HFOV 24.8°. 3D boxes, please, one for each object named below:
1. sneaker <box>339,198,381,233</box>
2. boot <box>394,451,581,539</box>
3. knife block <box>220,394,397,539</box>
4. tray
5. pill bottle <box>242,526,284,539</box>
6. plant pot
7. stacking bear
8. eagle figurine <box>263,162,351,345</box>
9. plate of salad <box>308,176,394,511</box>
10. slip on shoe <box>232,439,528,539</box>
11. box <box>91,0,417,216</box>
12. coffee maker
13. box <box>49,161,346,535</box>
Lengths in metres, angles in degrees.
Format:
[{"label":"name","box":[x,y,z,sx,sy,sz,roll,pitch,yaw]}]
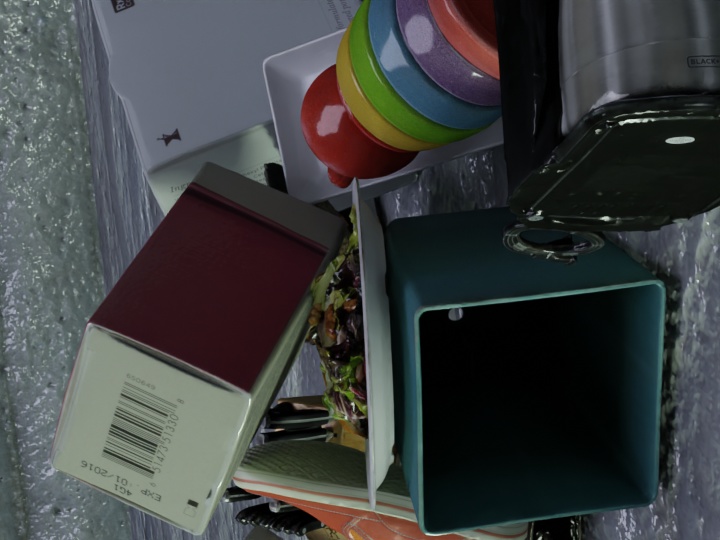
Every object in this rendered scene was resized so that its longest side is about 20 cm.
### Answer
[{"label":"sneaker","box":[-0.020,-0.005,1.378,0.070,0.090,0.201,109,148,-58]},{"label":"boot","box":[0.092,0.157,1.142,0.174,0.069,0.201,51,155,44]},{"label":"knife block","box":[-0.021,0.117,1.201,0.064,0.200,0.176,7,138,34]},{"label":"tray","box":[0.031,-0.116,1.073,0.199,0.022,0.108,-16,81,29]},{"label":"pill bottle","box":[-0.021,0.283,1.231,0.200,0.111,0.111,36,151,9]},{"label":"plant pot","box":[0.080,0.039,0.992,0.200,0.140,0.142,-117,22,-64]},{"label":"stacking bear","box":[0.036,-0.119,0.981,0.200,0.113,0.122,-35,64,50]},{"label":"eagle figurine","box":[0.001,0.006,1.204,0.200,0.151,0.151,101,153,-51]},{"label":"plate of salad","box":[-0.007,0.044,0.987,0.200,0.048,0.201,178,90,-89]},{"label":"slip on shoe","box":[0.008,0.158,1.063,0.074,0.199,0.062,-48,-29,-70]},{"label":"box","box":[-0.084,-0.144,1.284,0.131,0.199,0.200,71,178,-54]},{"label":"coffee maker","box":[0.109,-0.129,0.749,0.192,0.134,0.201,-24,63,48]},{"label":"box","box":[-0.100,0.044,1.046,0.200,0.108,0.128,-63,-4,-54]}]
